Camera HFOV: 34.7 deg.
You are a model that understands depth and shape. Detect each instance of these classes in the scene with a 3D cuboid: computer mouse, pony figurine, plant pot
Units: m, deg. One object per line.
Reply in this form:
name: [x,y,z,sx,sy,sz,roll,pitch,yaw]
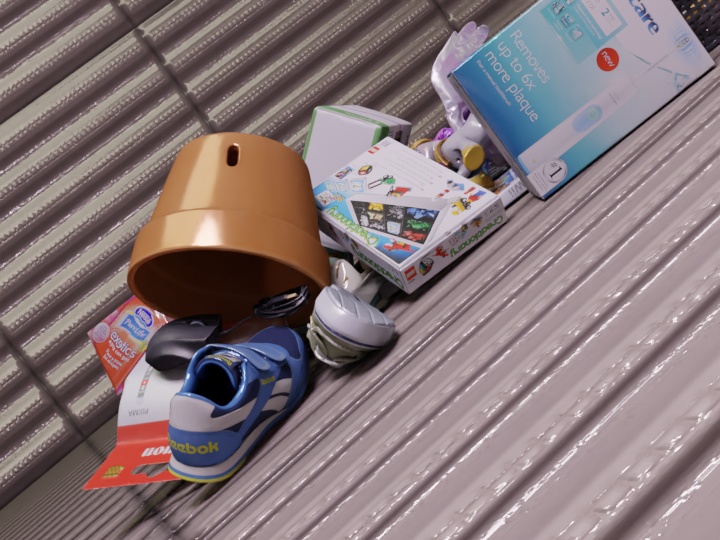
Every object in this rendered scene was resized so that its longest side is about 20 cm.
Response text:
computer mouse: [-0.131,0.048,1.097,0.198,0.034,0.059,-23,17,25]
pony figurine: [0.135,-0.166,1.305,0.193,0.167,0.199,-47,22,-13]
plant pot: [-0.122,-0.040,1.139,0.199,0.198,0.142,-32,47,51]

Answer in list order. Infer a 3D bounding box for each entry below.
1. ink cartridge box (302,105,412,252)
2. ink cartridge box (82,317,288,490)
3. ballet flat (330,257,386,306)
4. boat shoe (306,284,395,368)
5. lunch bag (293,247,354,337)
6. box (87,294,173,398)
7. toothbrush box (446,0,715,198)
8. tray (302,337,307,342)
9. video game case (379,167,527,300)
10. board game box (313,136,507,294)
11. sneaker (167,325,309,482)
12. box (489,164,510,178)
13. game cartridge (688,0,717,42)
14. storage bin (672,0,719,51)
ink cartridge box: [-0.009,-0.112,1.351,0.200,0.083,0.147,-33,-41,-75]
ink cartridge box: [-0.170,0.123,1.108,0.160,0.051,0.200,-11,25,28]
ballet flat: [0.000,0.000,1.185,0.200,0.064,0.067,-50,19,-27]
boat shoe: [-0.013,0.055,1.009,0.063,0.071,0.200,-62,1,1]
lunch bag: [-0.086,0.016,1.324,0.158,0.078,0.200,-5,16,4]
box: [-0.228,0.106,1.406,0.099,0.096,0.200,-37,-25,7]
toothbrush box: [0.201,-0.186,1.074,0.199,0.147,0.085,-37,5,4]
tray: [-0.073,0.061,1.504,0.098,0.037,0.200,-38,6,4]
video game case: [0.104,-0.046,1.265,0.199,0.018,0.143,-38,4,10]
board game box: [0.037,-0.061,1.155,0.126,0.035,0.200,-35,38,-15]
sneaker: [-0.101,0.095,0.993,0.073,0.083,0.200,4,29,21]
box: [0.225,-0.191,1.554,0.193,0.048,0.199,-45,9,-37]
game cartridge: [0.350,-0.261,1.335,0.176,0.033,0.200,-41,4,-21]
storage bin: [0.312,-0.278,1.189,0.199,0.094,0.135,-39,22,6]
